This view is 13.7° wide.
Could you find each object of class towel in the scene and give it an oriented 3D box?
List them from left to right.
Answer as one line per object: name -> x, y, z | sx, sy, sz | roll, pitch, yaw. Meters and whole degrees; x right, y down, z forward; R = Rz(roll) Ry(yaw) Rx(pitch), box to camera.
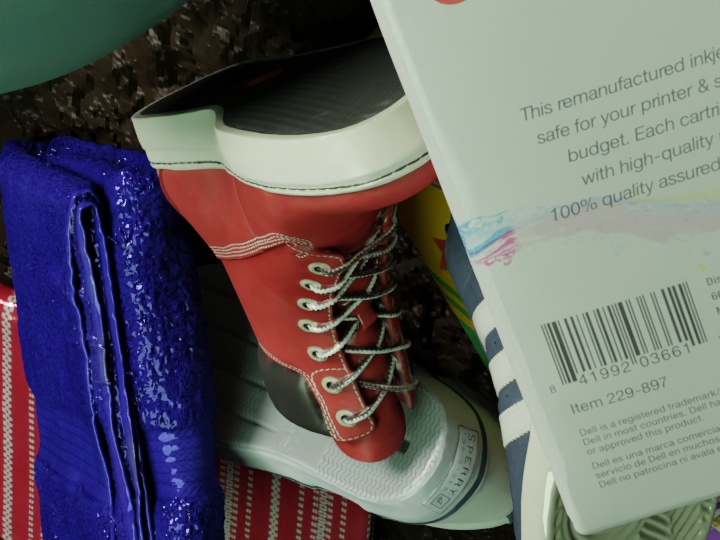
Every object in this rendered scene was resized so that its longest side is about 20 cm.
towel -> -0.102, 0.051, 1.162 | 0.148, 0.049, 0.200 | 12, 110, 62
towel -> -0.084, 0.087, 1.278 | 0.200, 0.022, 0.145 | 21, 134, 18

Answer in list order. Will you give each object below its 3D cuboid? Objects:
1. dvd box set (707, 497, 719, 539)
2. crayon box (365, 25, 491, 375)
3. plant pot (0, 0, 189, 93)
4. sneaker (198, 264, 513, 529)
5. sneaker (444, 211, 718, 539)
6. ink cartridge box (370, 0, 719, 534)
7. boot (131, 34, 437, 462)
dvd box set -> 0.178, 0.104, 1.058 | 0.200, 0.029, 0.146 | 35, 146, -19
crayon box -> 0.074, -0.033, 1.043 | 0.127, 0.051, 0.200 | -12, 117, 43
plant pot -> -0.119, -0.153, 0.962 | 0.200, 0.161, 0.201 | 30, 151, 19
sneaker -> -0.011, 0.056, 1.151 | 0.071, 0.073, 0.200 | 30, 180, -41
sneaker -> 0.067, 0.023, 0.991 | 0.084, 0.075, 0.200 | 30, 128, 57
ink cartridge box -> 0.096, -0.044, 0.855 | 0.145, 0.088, 0.200 | -18, 116, 10
boot -> 0.000, 0.000, 1.008 | 0.144, 0.072, 0.200 | 66, 162, -10
